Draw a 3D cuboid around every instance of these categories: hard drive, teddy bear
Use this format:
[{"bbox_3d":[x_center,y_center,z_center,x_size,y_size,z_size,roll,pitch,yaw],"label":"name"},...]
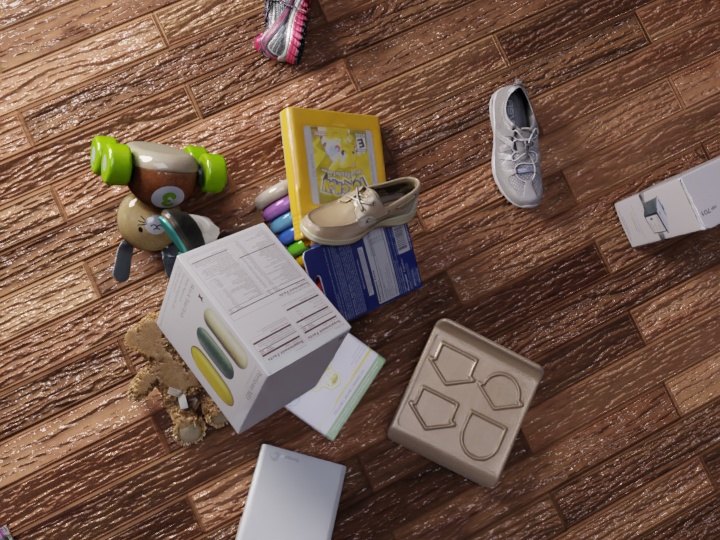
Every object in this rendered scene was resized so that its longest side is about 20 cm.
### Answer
[{"bbox_3d":[-0.104,0.362,1.057,0.130,0.026,0.202,16,62,-4],"label":"hard drive"},{"bbox_3d":[-0.262,0.154,1.086,0.200,0.067,0.145,45,90,-6],"label":"teddy bear"}]

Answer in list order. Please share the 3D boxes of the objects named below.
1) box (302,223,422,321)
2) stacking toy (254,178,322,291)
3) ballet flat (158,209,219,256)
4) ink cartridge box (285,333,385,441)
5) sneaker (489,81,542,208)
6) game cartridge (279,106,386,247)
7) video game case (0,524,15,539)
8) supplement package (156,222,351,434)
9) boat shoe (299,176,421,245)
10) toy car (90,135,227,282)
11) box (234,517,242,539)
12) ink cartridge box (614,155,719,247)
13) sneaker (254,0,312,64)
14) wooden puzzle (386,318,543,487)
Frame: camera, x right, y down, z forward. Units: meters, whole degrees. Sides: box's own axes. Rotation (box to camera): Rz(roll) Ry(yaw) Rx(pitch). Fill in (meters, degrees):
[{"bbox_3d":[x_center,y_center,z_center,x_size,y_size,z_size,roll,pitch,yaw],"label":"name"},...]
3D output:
[{"bbox_3d":[0.000,0.000,1.087,0.199,0.032,0.123,-23,103,-37],"label":"box"},{"bbox_3d":[-0.080,-0.035,1.117,0.085,0.085,0.202,-27,91,-9],"label":"stacking toy"},{"bbox_3d":[-0.232,-0.037,1.047,0.068,0.201,0.068,-39,69,-21],"label":"ballet flat"},{"bbox_3d":[-0.083,0.135,1.111,0.199,0.048,0.146,36,81,-4],"label":"ink cartridge box"},{"bbox_3d":[0.245,-0.197,1.169,0.074,0.082,0.203,-12,85,-8],"label":"sneaker"},{"bbox_3d":[-0.031,-0.137,1.115,0.175,0.032,0.203,-4,83,-38],"label":"game cartridge"},{"bbox_3d":[-0.534,0.486,1.022,0.199,0.036,0.183,-31,89,-9],"label":"video game case"},{"bbox_3d":[-0.148,0.075,1.007,0.150,0.152,0.200,-26,67,-41],"label":"supplement package"},{"bbox_3d":[0.003,-0.091,1.054,0.198,0.065,0.072,-16,52,-32],"label":"boat shoe"},{"bbox_3d":[-0.297,-0.079,1.070,0.162,0.157,0.203,1,105,-31],"label":"toy car"},{"bbox_3d":[-0.133,0.441,1.049,0.118,0.042,0.202,15,60,-5],"label":"box"},{"bbox_3d":[0.504,-0.109,1.128,0.145,0.200,0.087,-24,86,-9],"label":"ink cartridge box"},{"bbox_3d":[-0.113,-0.427,1.158,0.074,0.081,0.203,11,82,-3],"label":"sneaker"},{"bbox_3d":[0.158,0.200,1.134,0.184,0.046,0.202,26,86,-2],"label":"wooden puzzle"}]
